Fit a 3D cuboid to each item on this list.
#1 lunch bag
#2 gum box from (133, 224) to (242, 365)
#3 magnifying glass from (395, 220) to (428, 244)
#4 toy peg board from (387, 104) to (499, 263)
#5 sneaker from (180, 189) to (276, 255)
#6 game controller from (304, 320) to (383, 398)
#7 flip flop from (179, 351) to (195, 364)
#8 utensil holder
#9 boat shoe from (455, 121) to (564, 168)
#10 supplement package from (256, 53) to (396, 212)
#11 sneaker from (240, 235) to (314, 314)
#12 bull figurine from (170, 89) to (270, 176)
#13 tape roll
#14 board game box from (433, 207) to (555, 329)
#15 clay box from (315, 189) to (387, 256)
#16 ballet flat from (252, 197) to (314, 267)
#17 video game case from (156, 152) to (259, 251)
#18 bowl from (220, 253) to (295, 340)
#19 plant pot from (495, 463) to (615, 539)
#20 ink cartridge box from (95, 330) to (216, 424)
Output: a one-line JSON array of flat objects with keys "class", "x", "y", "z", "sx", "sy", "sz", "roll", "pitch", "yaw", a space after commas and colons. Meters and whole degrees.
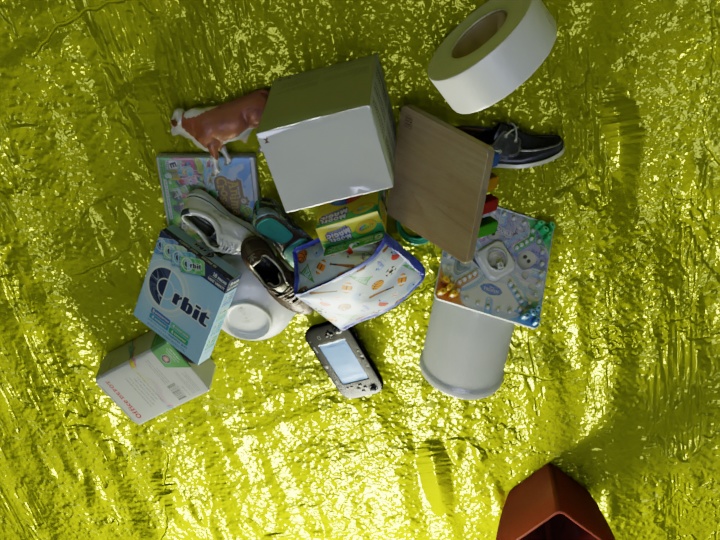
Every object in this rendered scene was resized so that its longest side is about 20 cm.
[{"class": "lunch bag", "x": 0.000, "y": 0.000, "z": 1.689, "sx": 0.197, "sy": 0.126, "sz": 0.169, "roll": -21, "pitch": 146, "yaw": 25}, {"class": "gum box", "x": -0.325, "y": 0.046, "z": 1.739, "sx": 0.168, "sy": 0.044, "sz": 0.203, "roll": 34, "pitch": 121, "yaw": 15}, {"class": "magnifying glass", "x": 0.090, "y": -0.133, "z": 1.678, "sx": 0.078, "sy": 0.023, "sz": 0.203, "roll": -10, "pitch": 122, "yaw": 11}, {"class": "toy peg board", "x": 0.154, "y": -0.154, "z": 1.560, "sx": 0.097, "sy": 0.199, "sz": 0.203, "roll": -19, "pitch": 130, "yaw": -38}, {"class": "sneaker", "x": -0.243, "y": -0.060, "z": 1.686, "sx": 0.198, "sy": 0.072, "sz": 0.073, "roll": 35, "pitch": 138, "yaw": -14}, {"class": "game controller", "x": -0.032, "y": 0.180, "z": 1.888, "sx": 0.102, "sy": 0.042, "sz": 0.202, "roll": -21, "pitch": 120, "yaw": 17}, {"class": "flip flop", "x": -0.330, "y": 0.081, "z": 1.821, "sx": 0.079, "sy": 0.058, "sz": 0.205, "roll": -5, "pitch": 105, "yaw": 18}, {"class": "utensil holder", "x": 0.205, "y": 0.108, "z": 1.747, "sx": 0.166, "sy": 0.171, "sz": 0.204, "roll": 7, "pitch": 123, "yaw": -1}, {"class": "boat shoe", "x": 0.248, "y": -0.215, "z": 1.579, "sx": 0.195, "sy": 0.072, "sz": 0.069, "roll": 0, "pitch": 126, "yaw": 7}, {"class": "supplement package", "x": -0.047, "y": -0.226, "z": 1.515, "sx": 0.187, "sy": 0.202, "sz": 0.149, "roll": -12, "pitch": 123, "yaw": 12}, {"class": "sneaker", "x": -0.147, "y": 0.026, "z": 1.680, "sx": 0.070, "sy": 0.076, "sz": 0.200, "roll": -38, "pitch": 122, "yaw": 11}, {"class": "bull figurine", "x": -0.230, "y": -0.239, "z": 1.596, "sx": 0.196, "sy": 0.066, "sz": 0.123, "roll": -16, "pitch": 116, "yaw": 12}, {"class": "tape roll", "x": 0.200, "y": -0.336, "z": 1.422, "sx": 0.201, "sy": 0.204, "sz": 0.071, "roll": -33, "pitch": 116, "yaw": 24}, {"class": "board game box", "x": 0.242, "y": -0.020, "z": 1.648, "sx": 0.196, "sy": 0.204, "sz": 0.026, "roll": 16, "pitch": 160, "yaw": -7}, {"class": "clay box", "x": -0.013, "y": -0.109, "z": 1.592, "sx": 0.113, "sy": 0.202, "sz": 0.048, "roll": -16, "pitch": 123, "yaw": 14}, {"class": "ballet flat", "x": -0.133, "y": -0.069, "z": 1.703, "sx": 0.073, "sy": 0.076, "sz": 0.200, "roll": -19, "pitch": 144, "yaw": 16}, {"class": "video game case", "x": -0.272, "y": -0.122, "z": 1.710, "sx": 0.177, "sy": 0.022, "sz": 0.204, "roll": 1, "pitch": 124, "yaw": 3}, {"class": "bowl", "x": -0.210, "y": 0.068, "z": 1.783, "sx": 0.196, "sy": 0.091, "sz": 0.204, "roll": 1, "pitch": 131, "yaw": 2}, {"class": "plant pot", "x": 0.416, "y": 0.547, "z": 2.026, "sx": 0.199, "sy": 0.178, "sz": 0.200, "roll": 36, "pitch": 120, "yaw": -20}, {"class": "ink cartridge box", "x": -0.418, "y": 0.209, "z": 1.907, "sx": 0.197, "sy": 0.088, "sz": 0.146, "roll": -27, "pitch": 118, "yaw": 18}]
